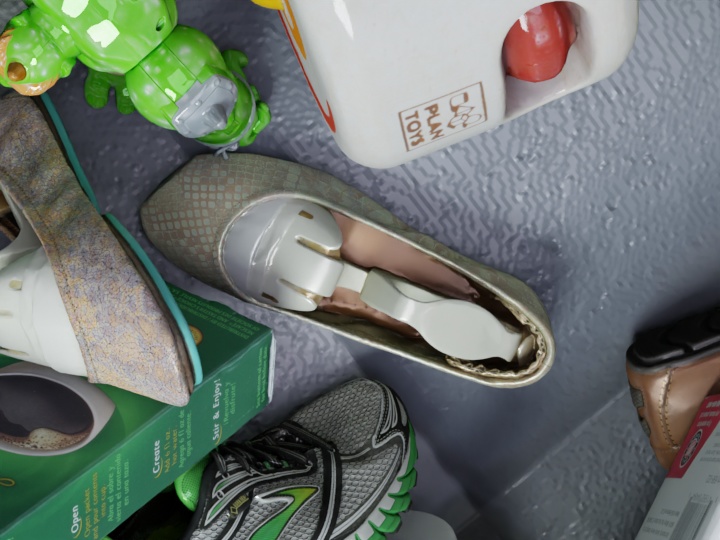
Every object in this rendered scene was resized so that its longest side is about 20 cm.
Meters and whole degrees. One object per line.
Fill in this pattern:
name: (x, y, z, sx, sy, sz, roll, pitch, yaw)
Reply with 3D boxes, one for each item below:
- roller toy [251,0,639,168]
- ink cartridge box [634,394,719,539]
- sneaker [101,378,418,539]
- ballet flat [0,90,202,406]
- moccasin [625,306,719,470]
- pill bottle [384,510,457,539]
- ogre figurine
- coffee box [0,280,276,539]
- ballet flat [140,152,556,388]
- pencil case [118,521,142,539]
roller toy: (0.017, -0.139, 0.776, 0.139, 0.200, 0.183, -22, 112, -2)
ink cartridge box: (0.147, 0.156, 0.810, 0.083, 0.145, 0.201, 28, 86, 0)
sneaker: (-0.049, 0.100, 0.843, 0.200, 0.078, 0.086, -36, 123, -39)
ballet flat: (-0.125, -0.001, 0.788, 0.067, 0.200, 0.068, -22, 129, -14)
moccasin: (0.226, 0.039, 0.913, 0.200, 0.074, 0.078, -23, 106, -2)
pill bottle: (0.019, 0.221, 0.904, 0.116, 0.116, 0.201, -16, 106, -5)
ogre figurine: (-0.110, -0.119, 0.796, 0.098, 0.120, 0.201, -25, 106, -2)
coffee box: (-0.139, 0.061, 0.783, 0.122, 0.200, 0.044, 22, 127, 24)
ballet flat: (0.000, 0.000, 0.873, 0.199, 0.062, 0.068, 19, 100, -13)
pencil case: (-0.133, 0.143, 0.879, 0.085, 0.084, 0.202, 5, 104, 29)
